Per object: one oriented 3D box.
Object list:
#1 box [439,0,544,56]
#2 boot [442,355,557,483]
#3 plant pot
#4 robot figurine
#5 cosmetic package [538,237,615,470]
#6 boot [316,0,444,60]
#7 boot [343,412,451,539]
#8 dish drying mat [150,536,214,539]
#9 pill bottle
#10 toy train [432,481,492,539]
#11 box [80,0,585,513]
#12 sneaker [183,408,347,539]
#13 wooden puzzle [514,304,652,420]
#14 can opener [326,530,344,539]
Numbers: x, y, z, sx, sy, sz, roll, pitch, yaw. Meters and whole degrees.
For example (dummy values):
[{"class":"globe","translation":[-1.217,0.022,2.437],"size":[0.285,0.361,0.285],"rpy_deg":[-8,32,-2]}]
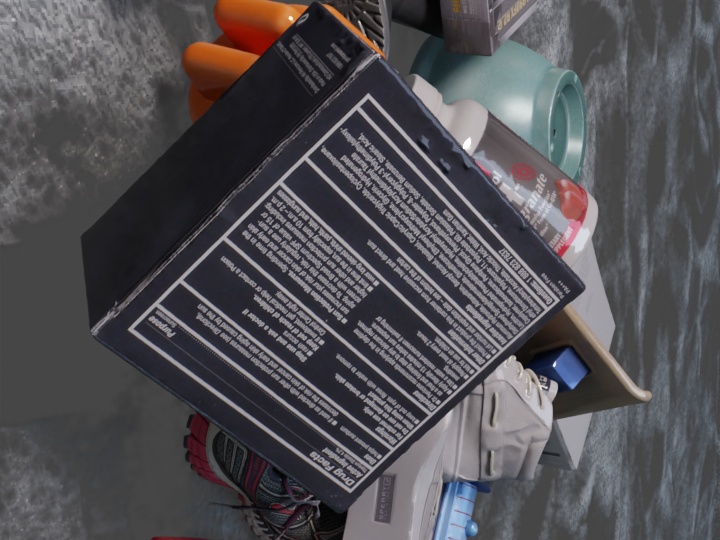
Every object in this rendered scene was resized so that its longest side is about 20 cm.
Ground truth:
[{"class":"box","translation":[0.130,-0.304,0.874],"size":[0.200,0.048,0.159],"rpy_deg":[-49,141,-38]},{"class":"boot","translation":[0.111,0.081,0.806],"size":[0.074,0.095,0.201],"rpy_deg":[-95,-172,-64]},{"class":"plant pot","translation":[0.143,-0.136,0.985],"size":[0.200,0.133,0.202],"rpy_deg":[-13,105,-61]},{"class":"robot figurine","translation":[-0.037,-0.097,0.678],"size":[0.200,0.116,0.145],"rpy_deg":[52,24,-53]},{"class":"cosmetic package","translation":[0.187,0.076,1.107],"size":[0.200,0.122,0.200],"rpy_deg":[-65,147,-32]},{"class":"boot","translation":[0.031,-0.215,0.850],"size":[0.200,0.065,0.166],"rpy_deg":[-16,110,-64]},{"class":"boot","translation":[0.029,0.152,0.773],"size":[0.096,0.073,0.201],"rpy_deg":[38,65,-77]},{"class":"dish drying mat","translation":[-0.099,0.230,0.714],"size":[0.200,0.018,0.077],"rpy_deg":[34,71,-60]},{"class":"pill bottle","translation":[0.097,-0.076,0.862],"size":[0.200,0.111,0.111],"rpy_deg":[35,57,-17]},{"class":"toy train","translation":[0.054,0.203,0.892],"size":[0.087,0.114,0.201],"rpy_deg":[44,56,-54]},{"class":"box","translation":[-0.019,-0.005,0.575],"size":[0.198,0.123,0.200],"rpy_deg":[-43,122,6]},{"class":"sneaker","translation":[-0.051,0.154,0.734],"size":[0.200,0.074,0.081],"rpy_deg":[52,50,-52]},{"class":"wooden puzzle","translation":[0.125,0.063,0.868],"size":[0.200,0.185,0.046],"rpy_deg":[46,63,-6]},{"class":"can opener","translation":[-0.008,0.224,0.839],"size":[0.053,0.066,0.201],"rpy_deg":[33,71,-32]}]
